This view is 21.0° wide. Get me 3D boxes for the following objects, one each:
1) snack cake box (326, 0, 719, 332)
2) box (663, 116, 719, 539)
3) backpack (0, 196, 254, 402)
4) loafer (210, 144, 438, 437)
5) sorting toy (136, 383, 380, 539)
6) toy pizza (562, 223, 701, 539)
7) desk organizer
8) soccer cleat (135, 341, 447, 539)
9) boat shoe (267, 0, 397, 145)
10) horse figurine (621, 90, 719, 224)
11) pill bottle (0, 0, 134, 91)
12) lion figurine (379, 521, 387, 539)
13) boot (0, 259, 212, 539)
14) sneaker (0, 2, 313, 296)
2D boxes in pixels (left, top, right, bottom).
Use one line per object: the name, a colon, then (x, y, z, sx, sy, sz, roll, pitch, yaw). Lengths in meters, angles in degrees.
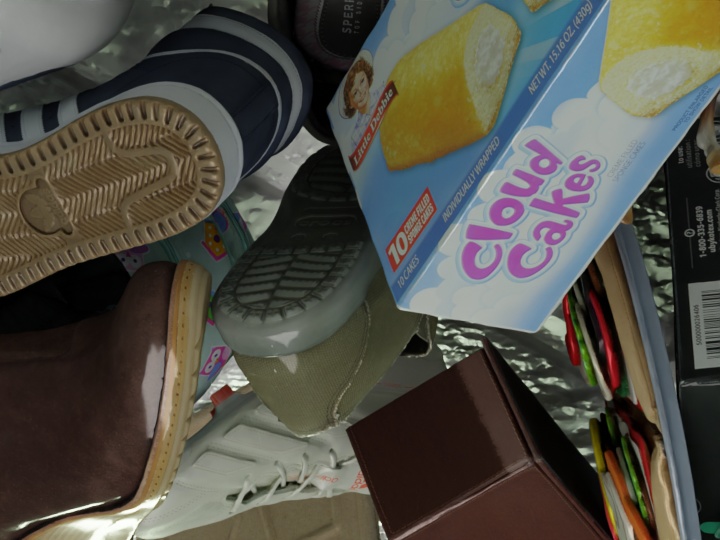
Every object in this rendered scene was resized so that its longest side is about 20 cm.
snack cake box: (0.071, -0.089, 0.695, 0.067, 0.115, 0.200, 10, 129, -31)
box: (0.198, 0.050, 0.844, 0.123, 0.149, 0.201, -4, 139, 10)
backpack: (-0.142, 0.025, 0.888, 0.200, 0.127, 0.167, -37, 91, 38)
loafer: (0.000, 0.000, 0.795, 0.075, 0.200, 0.070, 3, 118, 27)
sorting toy: (-0.051, 0.162, 1.007, 0.036, 0.201, 0.185, 15, 146, -42)
toy pizza: (0.111, 0.058, 0.836, 0.032, 0.201, 0.201, -11, 138, 3)
desk organizer: (0.077, 0.122, 0.915, 0.077, 0.072, 0.200, -31, 139, 9)
soccer cleat: (-0.025, 0.080, 0.904, 0.078, 0.200, 0.069, 54, 138, 8)
boat shoe: (-0.004, -0.124, 0.737, 0.066, 0.057, 0.200, 2, 148, 0)
horse figurine: (0.110, -0.089, 0.741, 0.050, 0.133, 0.200, 16, 155, -25)
pill bottle: (-0.153, -0.125, 0.736, 0.199, 0.120, 0.120, -15, 134, 27)
lion figurine: (0.015, 0.166, 1.019, 0.072, 0.201, 0.122, 35, 168, -22)
boot: (-0.154, 0.051, 0.762, 0.165, 0.073, 0.200, 17, 136, -11)
sneaker: (-0.109, -0.048, 0.774, 0.199, 0.109, 0.070, -9, 113, 34)
